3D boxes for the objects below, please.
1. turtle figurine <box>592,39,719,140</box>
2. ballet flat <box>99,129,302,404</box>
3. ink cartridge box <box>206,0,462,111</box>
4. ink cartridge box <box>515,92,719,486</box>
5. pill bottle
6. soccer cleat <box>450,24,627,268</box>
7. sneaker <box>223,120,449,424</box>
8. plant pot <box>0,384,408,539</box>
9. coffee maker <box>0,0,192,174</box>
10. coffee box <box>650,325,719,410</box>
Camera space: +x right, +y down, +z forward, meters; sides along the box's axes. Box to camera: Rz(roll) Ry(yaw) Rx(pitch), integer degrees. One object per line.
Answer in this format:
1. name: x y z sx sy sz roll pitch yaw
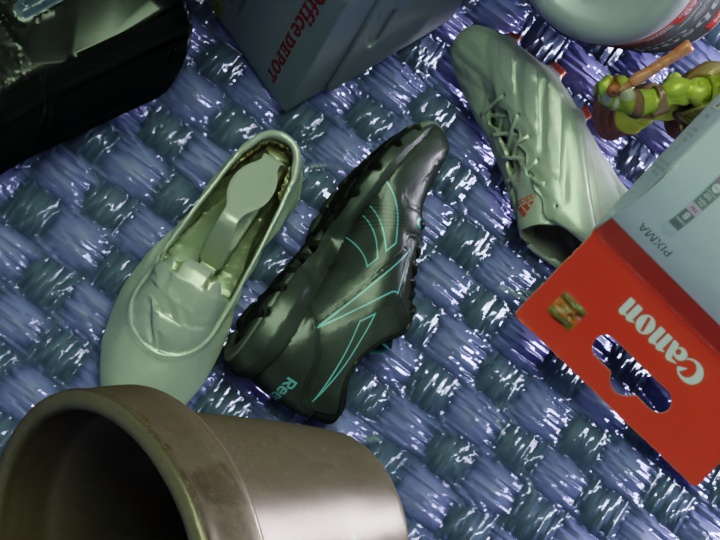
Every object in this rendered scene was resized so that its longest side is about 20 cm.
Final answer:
1. turtle figurine: 0.221 -0.110 1.478 0.199 0.161 0.065 -17 91 -20
2. ballet flat: -0.090 -0.004 1.379 0.069 0.069 0.201 32 61 -3
3. ink cartridge box: -0.029 -0.231 1.458 0.144 0.145 0.201 -29 79 -27
4. ink cartridge box: 0.216 0.010 1.403 0.162 0.057 0.200 43 92 -10
5. pill bottle: 0.172 -0.192 1.473 0.115 0.200 0.117 1 93 19
6. soccer cleat: 0.113 -0.062 1.477 0.077 0.069 0.201 -34 84 -25
7. sneaker: 0.000 0.000 1.414 0.079 0.075 0.201 39 69 -9
8. plant pot: -0.072 0.149 1.259 0.174 0.200 0.202 -8 68 -40
9. coffee maker: -0.200 -0.104 1.366 0.199 0.134 0.193 -30 102 -27
10. coffee box: 0.271 0.002 1.454 0.123 0.044 0.201 36 97 -2
